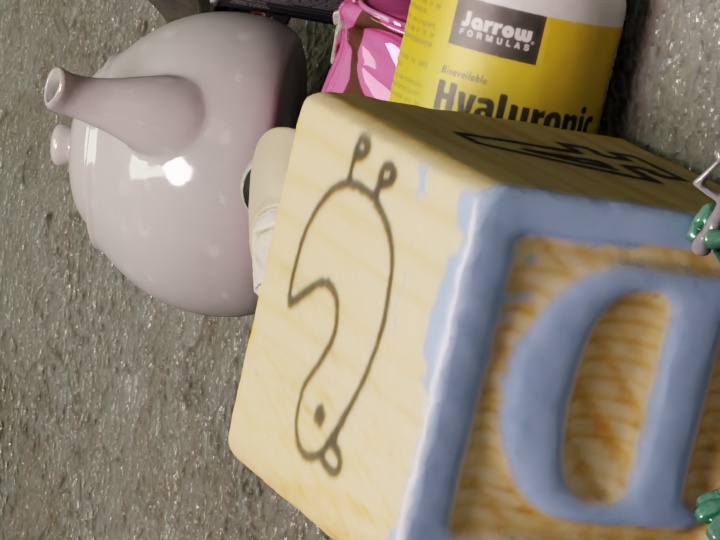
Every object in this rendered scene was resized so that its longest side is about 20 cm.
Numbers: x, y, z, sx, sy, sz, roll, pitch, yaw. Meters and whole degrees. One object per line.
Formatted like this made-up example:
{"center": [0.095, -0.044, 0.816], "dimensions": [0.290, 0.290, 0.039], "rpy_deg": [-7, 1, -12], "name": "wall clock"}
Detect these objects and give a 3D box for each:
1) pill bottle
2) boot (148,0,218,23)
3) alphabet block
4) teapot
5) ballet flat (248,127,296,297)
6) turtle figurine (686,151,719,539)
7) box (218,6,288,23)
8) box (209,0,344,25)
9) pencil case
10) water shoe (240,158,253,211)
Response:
{"center": [0.074, -0.107, 1.514], "dimensions": [0.111, 0.111, 0.201], "rpy_deg": [31, 111, 61], "name": "pill bottle"}
{"center": [-0.153, -0.202, 1.823], "dimensions": [0.200, 0.130, 0.068], "rpy_deg": [88, -176, -66], "name": "boot"}
{"center": [0.076, 0.038, 1.381], "dimensions": [0.200, 0.196, 0.196], "rpy_deg": [31, 109, 62], "name": "alphabet block"}
{"center": [-0.114, -0.067, 1.777], "dimensions": [0.198, 0.145, 0.201], "rpy_deg": [-74, -13, -58], "name": "teapot"}
{"center": [-0.016, 0.023, 1.509], "dimensions": [0.069, 0.069, 0.201], "rpy_deg": [-24, 91, 59], "name": "ballet flat"}
{"center": [0.199, 0.039, 1.243], "dimensions": [0.150, 0.100, 0.201], "rpy_deg": [-116, 28, -59], "name": "turtle figurine"}
{"center": [-0.072, -0.224, 1.918], "dimensions": [0.200, 0.038, 0.137], "rpy_deg": [-61, 34, 37], "name": "box"}
{"center": [-0.003, -0.263, 1.717], "dimensions": [0.182, 0.104, 0.201], "rpy_deg": [-18, 67, 62], "name": "box"}
{"center": [0.003, -0.062, 1.664], "dimensions": [0.091, 0.093, 0.201], "rpy_deg": [-84, 12, -70], "name": "pencil case"}
{"center": [0.000, 0.000, 1.583], "dimensions": [0.200, 0.079, 0.072], "rpy_deg": [40, 118, 22], "name": "water shoe"}
